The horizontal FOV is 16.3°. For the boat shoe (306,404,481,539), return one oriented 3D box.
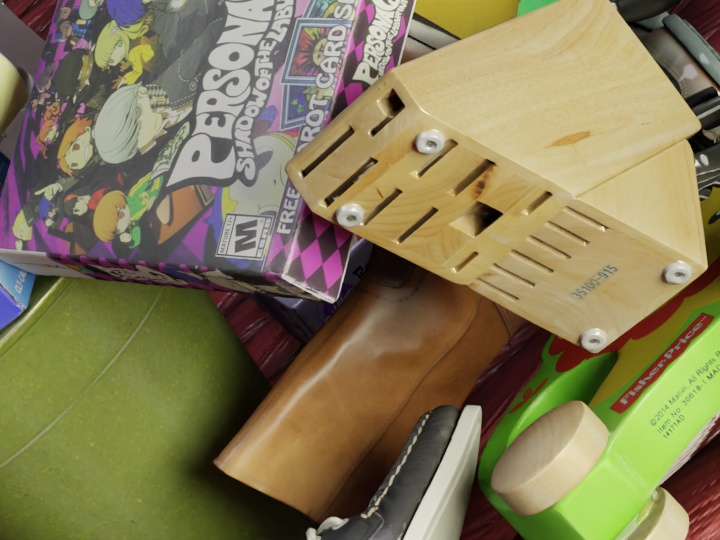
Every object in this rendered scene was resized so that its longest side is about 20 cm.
[{"bbox_3d":[-0.008,0.132,0.965,0.060,0.074,0.201,17,65,16],"label":"boat shoe"}]

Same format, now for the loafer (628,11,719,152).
[{"bbox_3d":[0.138,-0.076,1.147,0.063,0.072,0.200,-41,9,6],"label":"loafer"}]

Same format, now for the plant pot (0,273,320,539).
[{"bbox_3d":[-0.116,0.075,1.149,0.200,0.190,0.200,-36,21,16],"label":"plant pot"}]

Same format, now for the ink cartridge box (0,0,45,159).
[{"bbox_3d":[-0.253,-0.047,1.263,0.200,0.083,0.145,-38,20,21],"label":"ink cartridge box"}]

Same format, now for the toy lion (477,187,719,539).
[{"bbox_3d":[0.122,0.024,1.003,0.200,0.069,0.192,-45,13,-5],"label":"toy lion"}]

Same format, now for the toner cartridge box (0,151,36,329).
[{"bbox_3d":[-0.224,0.035,1.090,0.200,0.043,0.095,-36,23,18],"label":"toner cartridge box"}]

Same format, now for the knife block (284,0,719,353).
[{"bbox_3d":[0.067,-0.067,0.948,0.064,0.199,0.176,-41,37,36],"label":"knife block"}]

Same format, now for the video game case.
[{"bbox_3d":[-0.056,-0.091,0.986,0.181,0.036,0.201,5,76,45],"label":"video game case"}]

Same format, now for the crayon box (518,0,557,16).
[{"bbox_3d":[0.047,-0.111,1.268,0.200,0.058,0.119,-49,22,-18],"label":"crayon box"}]

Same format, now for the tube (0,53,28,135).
[{"bbox_3d":[-0.213,-0.011,1.042,0.200,0.052,0.058,-56,-17,-23],"label":"tube"}]

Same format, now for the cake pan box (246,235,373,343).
[{"bbox_3d":[0.013,-0.046,1.351,0.184,0.052,0.200,-42,21,-5],"label":"cake pan box"}]

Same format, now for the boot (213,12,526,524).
[{"bbox_3d":[0.000,0.000,1.047,0.200,0.188,0.068,-53,45,-1],"label":"boot"}]

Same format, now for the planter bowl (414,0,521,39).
[{"bbox_3d":[0.003,-0.102,1.116,0.199,0.084,0.200,-15,-13,-3],"label":"planter bowl"}]
